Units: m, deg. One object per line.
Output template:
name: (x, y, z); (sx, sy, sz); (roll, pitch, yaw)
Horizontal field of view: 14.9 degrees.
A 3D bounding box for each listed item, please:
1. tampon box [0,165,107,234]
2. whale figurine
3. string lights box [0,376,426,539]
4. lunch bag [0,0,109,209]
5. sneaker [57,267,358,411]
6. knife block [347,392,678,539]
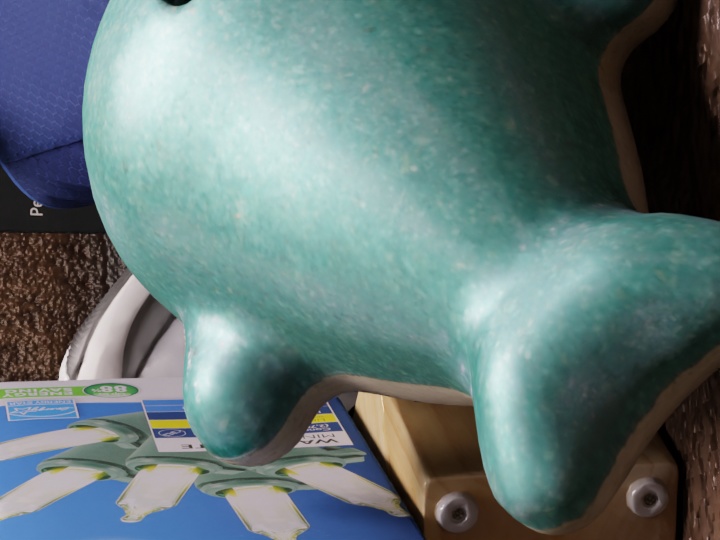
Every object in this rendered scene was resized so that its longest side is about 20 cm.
tampon box: (-0.090, -0.102, 1.006); (0.126, 0.200, 0.150); (-91, 2, -70)
whale figurine: (0.007, -0.025, 0.622); (0.104, 0.159, 0.200); (39, -174, -38)
string lights box: (-0.042, 0.079, 0.673); (0.200, 0.103, 0.059); (-130, 39, -74)
lunch bag: (-0.045, -0.115, 0.780); (0.132, 0.136, 0.200); (-16, 106, 43)
sneaker: (0.000, 0.000, 0.892); (0.200, 0.115, 0.075); (-54, -7, -19)
knife block: (0.032, 0.063, 0.741); (0.176, 0.064, 0.200); (-113, 22, -69)
